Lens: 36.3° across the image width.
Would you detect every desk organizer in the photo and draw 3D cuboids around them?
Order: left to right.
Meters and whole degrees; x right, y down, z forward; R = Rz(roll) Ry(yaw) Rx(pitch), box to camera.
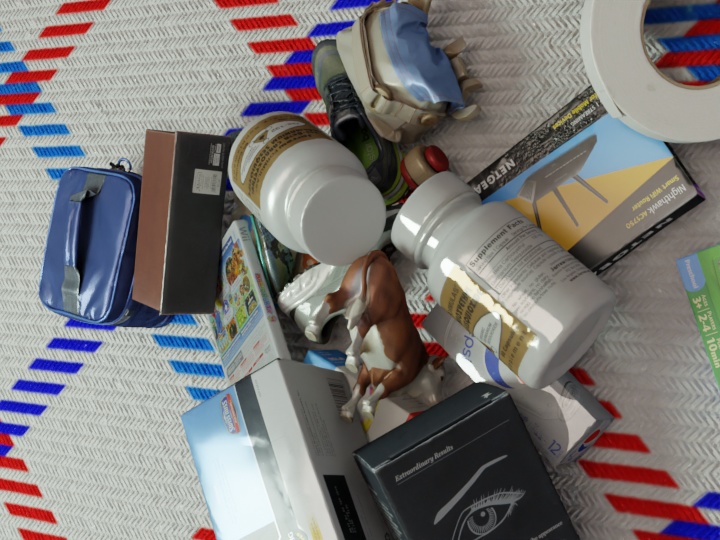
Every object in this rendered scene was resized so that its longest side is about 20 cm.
[{"bbox_3d":[-0.206,-0.057,1.245,0.077,0.071,0.203,15,101,50],"label":"desk organizer"}]

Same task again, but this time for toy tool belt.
[{"bbox_3d":[0.064,-0.194,1.134,0.122,0.124,0.202,-35,71,31],"label":"toy tool belt"}]

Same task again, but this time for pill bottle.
[{"bbox_3d":[-0.054,-0.081,1.102,0.115,0.113,0.200,-63,31,10],"label":"pill bottle"},{"bbox_3d":[0.127,0.003,1.019,0.200,0.114,0.115,43,106,23],"label":"pill bottle"}]

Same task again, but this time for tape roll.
[{"bbox_3d":[0.299,-0.216,0.994,0.200,0.037,0.206,0,95,-3],"label":"tape roll"}]

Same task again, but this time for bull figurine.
[{"bbox_3d":[0.021,0.077,1.063,0.065,0.201,0.122,9,47,38],"label":"bull figurine"}]

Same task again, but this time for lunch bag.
[{"bbox_3d":[-0.297,-0.034,1.318,0.134,0.132,0.203,10,91,29],"label":"lunch bag"}]

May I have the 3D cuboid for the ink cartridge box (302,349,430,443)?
[{"bbox_3d":[0.013,0.181,1.162,0.199,0.067,0.117,29,100,28],"label":"ink cartridge box"}]

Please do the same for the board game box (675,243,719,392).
[{"bbox_3d":[0.400,0.028,0.974,0.198,0.036,0.153,-22,75,25],"label":"board game box"}]

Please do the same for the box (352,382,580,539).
[{"bbox_3d":[0.104,0.227,1.019,0.147,0.104,0.202,-26,94,-11],"label":"box"}]

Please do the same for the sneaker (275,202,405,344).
[{"bbox_3d":[0.000,0.000,1.176,0.200,0.074,0.080,-43,78,24],"label":"sneaker"}]

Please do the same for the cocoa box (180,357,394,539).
[{"bbox_3d":[-0.067,0.210,1.078,0.130,0.133,0.202,-30,67,21],"label":"cocoa box"}]

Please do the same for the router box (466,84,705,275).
[{"bbox_3d":[0.213,-0.074,1.077,0.199,0.051,0.150,-38,71,22],"label":"router box"}]

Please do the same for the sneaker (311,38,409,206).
[{"bbox_3d":[-0.005,-0.170,1.187,0.073,0.081,0.202,-28,71,12],"label":"sneaker"}]

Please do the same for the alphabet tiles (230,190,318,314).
[{"bbox_3d":[-0.065,-0.050,1.255,0.193,0.015,0.203,3,87,27],"label":"alphabet tiles"}]

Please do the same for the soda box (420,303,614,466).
[{"bbox_3d":[0.154,0.099,1.089,0.200,0.068,0.064,47,108,25],"label":"soda box"}]

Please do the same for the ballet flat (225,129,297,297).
[{"bbox_3d":[-0.098,-0.071,1.233,0.074,0.074,0.203,-23,79,25],"label":"ballet flat"}]

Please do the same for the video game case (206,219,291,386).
[{"bbox_3d":[-0.130,0.066,1.232,0.143,0.018,0.202,-49,55,51],"label":"video game case"}]
